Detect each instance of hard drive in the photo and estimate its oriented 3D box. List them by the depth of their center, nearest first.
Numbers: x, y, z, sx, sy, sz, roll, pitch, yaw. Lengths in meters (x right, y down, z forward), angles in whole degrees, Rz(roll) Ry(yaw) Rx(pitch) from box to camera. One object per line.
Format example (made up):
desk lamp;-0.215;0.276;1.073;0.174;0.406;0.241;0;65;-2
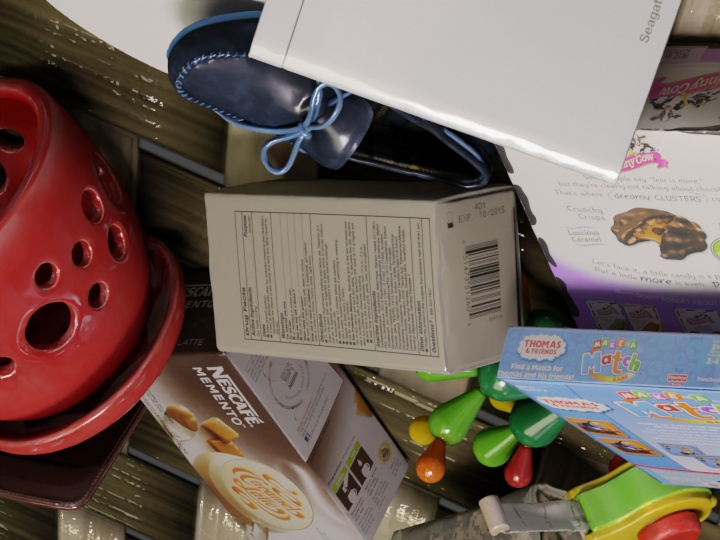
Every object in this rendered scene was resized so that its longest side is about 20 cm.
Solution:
hard drive;0.057;-0.138;1.211;0.199;0.133;0.027;19;-170;1

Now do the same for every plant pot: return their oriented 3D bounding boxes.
plant pot;-0.228;0.005;1.553;0.200;0.201;0.183;-2;141;38

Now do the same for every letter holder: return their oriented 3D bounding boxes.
letter holder;-0.264;0.073;1.707;0.199;0.142;0.101;14;143;22

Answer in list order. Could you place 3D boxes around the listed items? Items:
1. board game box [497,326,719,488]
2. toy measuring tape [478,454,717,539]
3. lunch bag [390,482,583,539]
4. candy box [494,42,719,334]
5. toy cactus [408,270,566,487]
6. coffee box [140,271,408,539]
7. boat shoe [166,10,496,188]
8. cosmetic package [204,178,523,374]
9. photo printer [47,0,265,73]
board game box;0.194;0.083;1.368;0.151;0.037;0.200;2;160;37
toy measuring tape;0.161;0.140;1.493;0.073;0.074;0.199;-11;167;44
lunch bag;0.139;0.235;1.633;0.199;0.118;0.164;21;151;-32
candy box;0.183;-0.030;1.312;0.167;0.072;0.200;4;139;33
toy cactus;0.109;0.072;1.493;0.164;0.103;0.201;10;133;11
coffee box;-0.069;0.096;1.648;0.114;0.080;0.200;-2;134;38
boat shoe;-0.008;-0.091;1.309;0.199;0.069;0.084;7;147;-20
cosmetic package;0.000;0.000;1.425;0.199;0.071;0.106;6;103;45
photo printer;-0.101;-0.187;1.321;0.166;0.070;0.200;27;146;3
